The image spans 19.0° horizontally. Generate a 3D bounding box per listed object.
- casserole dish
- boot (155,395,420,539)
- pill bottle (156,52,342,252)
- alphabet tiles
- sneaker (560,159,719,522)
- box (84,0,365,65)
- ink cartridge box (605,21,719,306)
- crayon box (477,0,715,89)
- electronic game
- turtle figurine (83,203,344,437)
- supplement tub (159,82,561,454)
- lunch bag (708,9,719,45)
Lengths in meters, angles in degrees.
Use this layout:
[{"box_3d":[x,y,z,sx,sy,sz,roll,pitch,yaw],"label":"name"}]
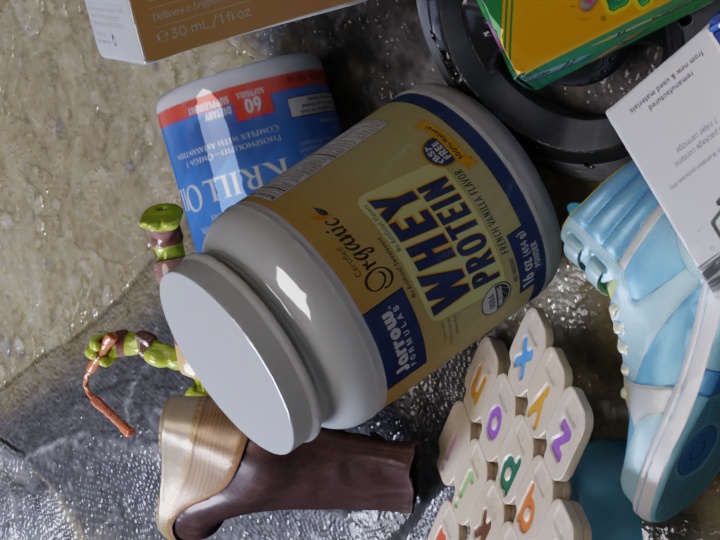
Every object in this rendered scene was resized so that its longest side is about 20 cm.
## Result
[{"box_3d":[0.119,0.186,1.226,0.121,0.039,0.200,126,151,-53],"label":"casserole dish"},{"box_3d":[-0.047,0.144,1.402,0.166,0.073,0.200,12,154,3],"label":"boot"},{"box_3d":[-0.051,-0.028,1.359,0.112,0.112,0.201,-18,89,46],"label":"pill bottle"},{"box_3d":[0.087,0.130,1.260,0.200,0.015,0.196,-111,37,-55],"label":"alphabet tiles"},{"box_3d":[0.159,0.029,1.188,0.130,0.079,0.200,30,112,33],"label":"sneaker"},{"box_3d":[-0.100,-0.240,1.280,0.106,0.152,0.201,22,130,67],"label":"box"},{"box_3d":[0.234,-0.025,1.046,0.084,0.146,0.200,-41,73,42],"label":"ink cartridge box"},{"box_3d":[0.146,-0.188,1.081,0.200,0.058,0.119,-26,82,11],"label":"crayon box"},{"box_3d":[0.115,-0.141,1.186,0.200,0.042,0.200,21,129,28],"label":"electronic game"},{"box_3d":[-0.097,0.038,1.460,0.199,0.064,0.162,9,111,23],"label":"turtle figurine"},{"box_3d":[0.000,0.000,1.227,0.144,0.200,0.145,44,156,25],"label":"supplement tub"},{"box_3d":[0.249,-0.119,0.957,0.136,0.200,0.132,-38,85,41],"label":"lunch bag"}]
